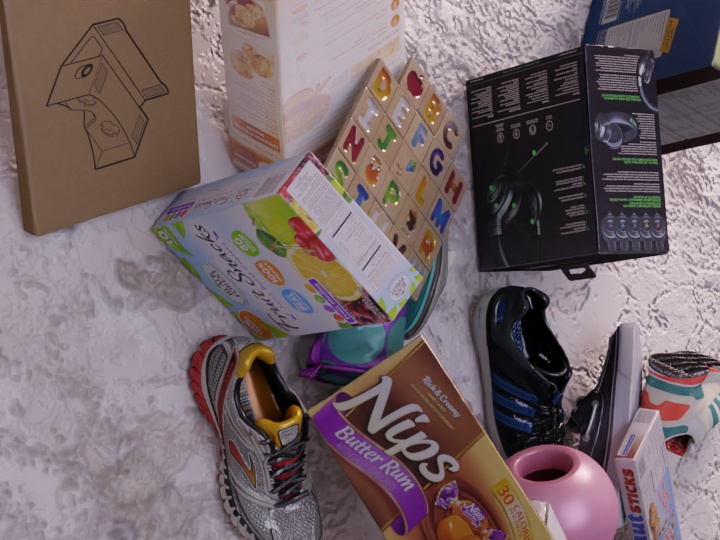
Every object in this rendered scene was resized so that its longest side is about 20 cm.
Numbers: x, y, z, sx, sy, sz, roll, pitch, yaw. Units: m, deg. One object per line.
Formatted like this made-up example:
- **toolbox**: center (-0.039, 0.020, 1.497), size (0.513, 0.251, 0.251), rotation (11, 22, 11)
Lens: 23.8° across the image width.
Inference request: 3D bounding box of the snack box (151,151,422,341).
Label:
- **snack box**: center (-0.062, -0.014, 1.375), size (0.142, 0.199, 0.053), rotation (49, 60, -21)

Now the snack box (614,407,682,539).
- **snack box**: center (0.280, 0.231, 1.642), size (0.072, 0.024, 0.201), rotation (-55, 139, -43)

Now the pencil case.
- **pencil case**: center (0.000, 0.000, 1.490), size (0.092, 0.085, 0.202), rotation (11, 79, -35)

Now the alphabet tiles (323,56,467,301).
- **alphabet tiles**: center (0.032, -0.076, 1.458), size (0.167, 0.006, 0.201), rotation (52, 51, -38)

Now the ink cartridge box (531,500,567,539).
- **ink cartridge box**: center (0.131, 0.317, 1.483), size (0.201, 0.146, 0.083), rotation (63, 22, -22)

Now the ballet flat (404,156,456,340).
- **ballet flat**: center (0.063, -0.035, 1.552), size (0.063, 0.067, 0.202), rotation (10, 80, -45)

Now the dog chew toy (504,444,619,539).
- **dog chew toy**: center (0.178, 0.262, 1.563), size (0.124, 0.124, 0.201), rotation (-28, 121, -34)

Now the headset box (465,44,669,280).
- **headset box**: center (0.190, -0.092, 1.580), size (0.092, 0.174, 0.202), rotation (-1, 84, -35)

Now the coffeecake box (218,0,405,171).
- **coffeecake box**: center (-0.037, -0.190, 1.431), size (0.153, 0.073, 0.201), rotation (-36, 141, -33)

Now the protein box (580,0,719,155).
- **protein box**: center (0.337, -0.243, 1.687), size (0.134, 0.199, 0.200), rotation (25, 71, -31)

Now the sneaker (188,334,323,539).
- **sneaker**: center (-0.079, 0.150, 1.417), size (0.078, 0.082, 0.201), rotation (-28, 101, -34)

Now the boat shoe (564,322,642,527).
- **boat shoe**: center (0.231, 0.146, 1.647), size (0.072, 0.067, 0.201), rotation (39, 58, -68)

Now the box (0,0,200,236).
- **box**: center (-0.202, -0.141, 1.349), size (0.163, 0.021, 0.201), rotation (-21, 124, -34)

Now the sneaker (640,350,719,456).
- **sneaker**: center (0.331, 0.135, 1.712), size (0.199, 0.070, 0.094), rotation (4, 104, -57)

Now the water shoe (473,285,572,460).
- **water shoe**: center (0.160, 0.114, 1.593), size (0.071, 0.079, 0.201), rotation (-21, 97, -35)

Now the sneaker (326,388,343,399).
- **sneaker**: center (0.059, 0.178, 1.499), size (0.200, 0.104, 0.076), rotation (48, 59, -23)

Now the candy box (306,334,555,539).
- **candy box**: center (0.058, 0.168, 1.394), size (0.116, 0.056, 0.201), rotation (-32, 77, 1)
